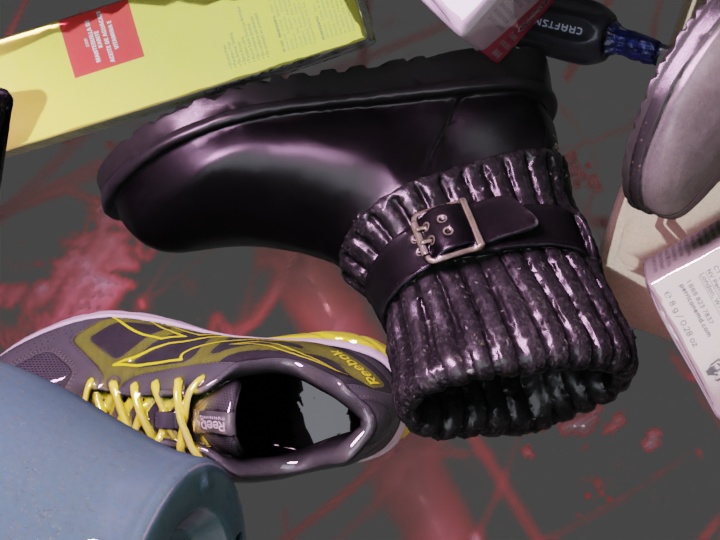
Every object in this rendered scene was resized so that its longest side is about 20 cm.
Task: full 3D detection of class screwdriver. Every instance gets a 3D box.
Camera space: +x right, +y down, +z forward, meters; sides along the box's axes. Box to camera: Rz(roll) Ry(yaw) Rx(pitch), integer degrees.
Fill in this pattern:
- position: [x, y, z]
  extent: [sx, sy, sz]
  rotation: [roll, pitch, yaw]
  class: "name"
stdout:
- position: [0.139, -0.086, 1.046]
  extent: [0.199, 0.028, 0.029]
  rotation: [20, 68, 26]
  class: "screwdriver"

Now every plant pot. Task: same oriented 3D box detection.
- position: [-0.152, 0.125, 0.991]
  extent: [0.187, 0.200, 0.201]
  rotation: [7, 94, 18]
  class: "plant pot"

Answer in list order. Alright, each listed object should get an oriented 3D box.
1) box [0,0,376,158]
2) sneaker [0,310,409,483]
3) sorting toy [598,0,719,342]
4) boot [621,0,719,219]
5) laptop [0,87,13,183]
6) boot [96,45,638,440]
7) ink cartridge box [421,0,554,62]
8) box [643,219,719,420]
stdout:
- position: [-0.095, -0.092, 1.072]
  extent: [0.199, 0.075, 0.050]
  rotation: [-16, 92, 6]
  class: "box"
- position: [-0.076, 0.055, 1.074]
  extent: [0.199, 0.085, 0.075]
  rotation: [-4, 93, 4]
  class: "sneaker"
- position: [0.213, -0.048, 1.077]
  extent: [0.184, 0.036, 0.201]
  rotation: [19, 99, 3]
  class: "sorting toy"
- position: [0.203, -0.077, 0.963]
  extent: [0.131, 0.068, 0.200]
  rotation: [39, 89, 24]
  class: "boot"
- position: [-0.265, -0.039, 1.066]
  extent: [0.199, 0.116, 0.188]
  rotation: [-1, 134, -19]
  class: "laptop"
- position: [0.000, -0.001, 1.039]
  extent: [0.210, 0.079, 0.159]
  rotation: [-12, 68, 4]
  class: "boot"
- position: [0.084, -0.186, 0.966]
  extent: [0.085, 0.146, 0.200]
  rotation: [44, 96, 5]
  class: "ink cartridge box"
- position: [0.217, -0.018, 1.022]
  extent: [0.199, 0.082, 0.069]
  rotation: [-28, 94, 10]
  class: "box"
